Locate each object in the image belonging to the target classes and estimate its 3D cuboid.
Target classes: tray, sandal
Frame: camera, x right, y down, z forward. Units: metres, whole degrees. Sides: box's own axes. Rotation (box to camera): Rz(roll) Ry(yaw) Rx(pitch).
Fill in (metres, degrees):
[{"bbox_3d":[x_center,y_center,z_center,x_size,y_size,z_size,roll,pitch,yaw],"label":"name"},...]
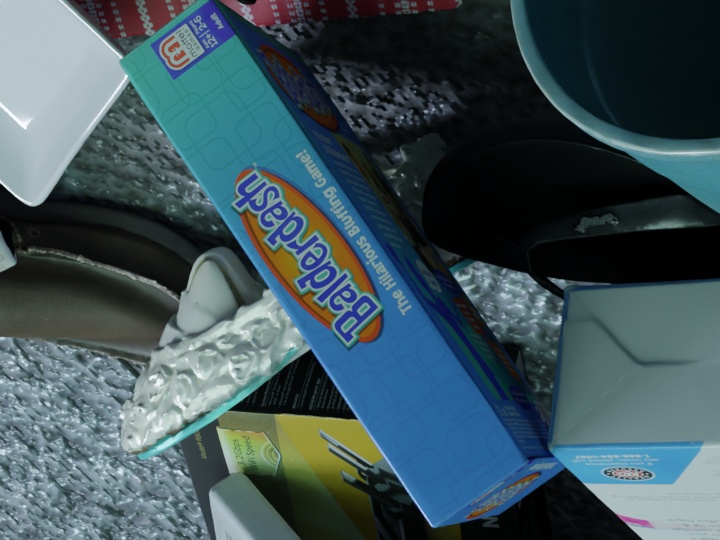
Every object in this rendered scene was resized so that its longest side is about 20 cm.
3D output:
[{"bbox_3d":[-0.176,-0.123,0.997,0.200,0.022,0.107,43,136,0],"label":"tray"},{"bbox_3d":[0.116,-0.010,0.958,0.199,0.043,0.076,11,139,16],"label":"sandal"}]

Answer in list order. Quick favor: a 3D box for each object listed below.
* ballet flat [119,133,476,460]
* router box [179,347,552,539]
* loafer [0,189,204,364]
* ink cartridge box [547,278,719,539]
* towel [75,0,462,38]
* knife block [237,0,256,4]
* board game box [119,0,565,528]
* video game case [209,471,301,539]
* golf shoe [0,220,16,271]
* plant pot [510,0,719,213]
[{"bbox_3d":[-0.030,0.006,1.073,0.199,0.072,0.072,-31,122,18],"label":"ballet flat"},{"bbox_3d":[0.008,0.116,1.207,0.156,0.052,0.201,3,136,16],"label":"router box"},{"bbox_3d":[-0.152,0.010,1.132,0.199,0.071,0.073,16,139,2],"label":"loafer"},{"bbox_3d":[0.160,0.069,0.981,0.114,0.068,0.200,-2,157,24],"label":"ink cartridge box"},{"bbox_3d":[-0.070,-0.152,0.967,0.199,0.023,0.145,-2,133,19],"label":"towel"},{"bbox_3d":[-0.058,-0.192,0.867,0.175,0.064,0.200,-21,121,29],"label":"knife block"},{"bbox_3d":[0.000,0.000,0.947,0.045,0.152,0.201,-35,80,7],"label":"board game box"},{"bbox_3d":[0.000,0.213,1.164,0.200,0.023,0.183,45,154,36],"label":"video game case"},{"bbox_3d":[-0.196,0.000,1.055,0.094,0.201,0.078,22,-176,1],"label":"golf shoe"},{"bbox_3d":[0.182,-0.083,0.839,0.199,0.201,0.188,-18,143,33],"label":"plant pot"}]
